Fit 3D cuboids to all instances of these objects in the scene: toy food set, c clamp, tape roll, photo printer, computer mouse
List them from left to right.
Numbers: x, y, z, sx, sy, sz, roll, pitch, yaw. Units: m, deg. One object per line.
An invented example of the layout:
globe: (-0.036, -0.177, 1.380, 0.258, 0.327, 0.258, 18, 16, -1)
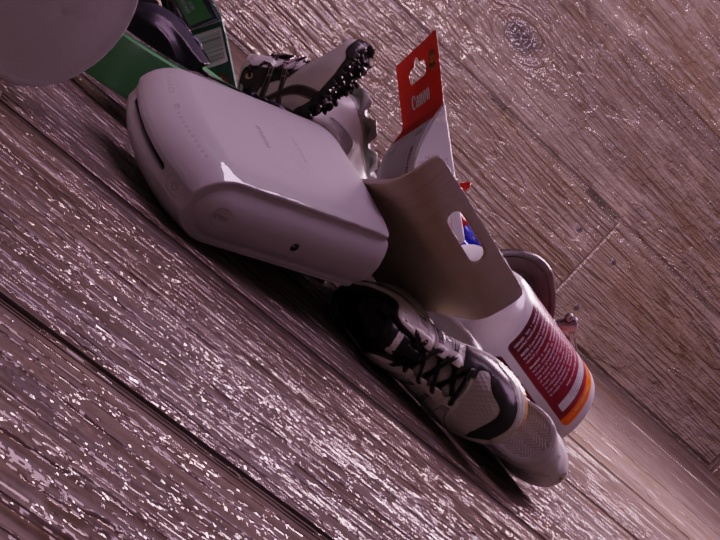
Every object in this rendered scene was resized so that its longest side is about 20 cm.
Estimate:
tape roll: (-0.208, -0.195, 1.246, 0.200, 0.048, 0.200, 32, 8, -5)
computer mouse: (-0.128, -0.185, 1.210, 0.200, 0.034, 0.059, 32, 8, -13)
photo printer: (-0.088, -0.077, 1.057, 0.199, 0.070, 0.167, 18, 30, -39)
toy food set: (0.045, -0.038, 1.163, 0.144, 0.060, 0.200, 56, -20, -20)
c clamp: (0.125, 0.048, 1.368, 0.027, 0.199, 0.171, -84, 169, -47)

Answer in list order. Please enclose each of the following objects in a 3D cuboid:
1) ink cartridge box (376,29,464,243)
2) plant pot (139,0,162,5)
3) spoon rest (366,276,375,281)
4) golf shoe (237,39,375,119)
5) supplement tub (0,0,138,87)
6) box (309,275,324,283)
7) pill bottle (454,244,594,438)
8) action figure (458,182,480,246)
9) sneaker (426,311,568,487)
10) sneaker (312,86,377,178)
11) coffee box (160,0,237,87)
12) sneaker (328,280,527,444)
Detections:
ink cartridge box: (0.046, -0.113, 1.300, 0.163, 0.057, 0.201, 161, -82, -77)
plant pot: (-0.278, -0.301, 1.441, 0.201, 0.093, 0.201, 41, 8, -7)
spoon rest: (0.000, 0.000, 1.315, 0.200, 0.061, 0.099, 47, 8, 37)
golf shoe: (-0.072, -0.177, 1.282, 0.095, 0.200, 0.078, 56, 39, 0)
supplement tub: (-0.255, -0.233, 0.920, 0.200, 0.144, 0.144, 46, 8, 27)
box: (-0.089, -0.061, 1.217, 0.143, 0.036, 0.200, 33, 10, -11)
pill bottle: (0.136, 0.072, 1.300, 0.200, 0.113, 0.113, 52, 1, -32)
action figure: (0.135, 0.008, 1.406, 0.066, 0.051, 0.201, -73, 144, -61)
sneaker: (0.107, 0.119, 1.210, 0.200, 0.074, 0.116, 46, -4, 30)
sneaker: (-0.026, -0.084, 1.397, 0.074, 0.088, 0.201, 16, -60, 56)
coffee box: (-0.170, -0.234, 1.421, 0.200, 0.044, 0.123, 84, -19, -61)
sneaker: (0.048, 0.076, 1.117, 0.200, 0.076, 0.088, 36, 8, 33)
